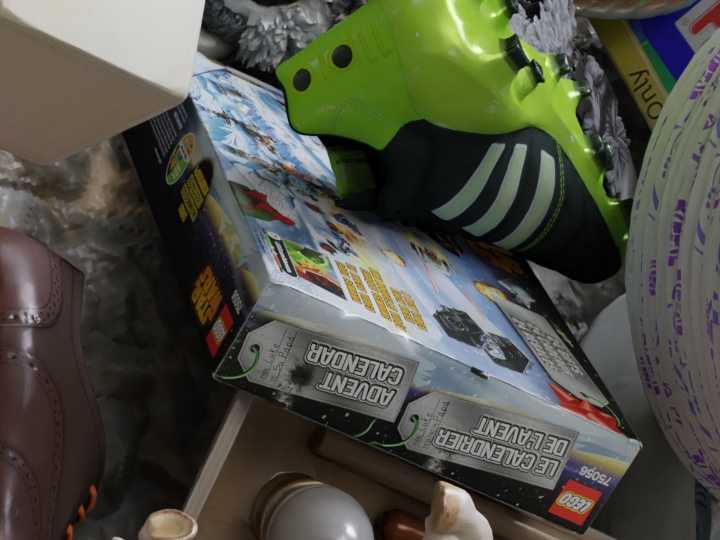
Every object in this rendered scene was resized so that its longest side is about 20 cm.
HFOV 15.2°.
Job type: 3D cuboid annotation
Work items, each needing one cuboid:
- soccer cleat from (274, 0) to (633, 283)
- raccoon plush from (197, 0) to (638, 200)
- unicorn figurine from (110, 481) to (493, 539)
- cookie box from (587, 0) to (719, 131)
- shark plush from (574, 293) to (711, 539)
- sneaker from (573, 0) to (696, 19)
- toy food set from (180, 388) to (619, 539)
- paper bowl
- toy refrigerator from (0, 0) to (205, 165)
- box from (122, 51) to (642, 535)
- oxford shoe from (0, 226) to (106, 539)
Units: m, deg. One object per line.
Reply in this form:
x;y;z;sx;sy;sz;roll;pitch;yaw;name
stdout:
0.035;-0.040;0.879;0.200;0.081;0.068;42;27;-61;soccer cleat
0.011;-0.069;0.997;0.097;0.133;0.200;-70;146;-45;raccoon plush
-0.001;0.131;0.775;0.199;0.138;0.074;6;37;2;unicorn figurine
0.210;-0.086;1.025;0.075;0.200;0.172;12;46;-61;cookie box
0.109;0.053;1.019;0.083;0.091;0.200;54;25;-26;shark plush
0.044;-0.161;1.026;0.199;0.072;0.080;19;45;-2;sneaker
0.017;0.135;0.839;0.199;0.060;0.144;25;90;-18;toy food set
0.174;-0.007;0.900;0.200;0.104;0.202;-6;102;-30;paper bowl
-0.082;-0.140;0.774;0.070;0.076;0.201;24;64;-33;toy refrigerator
0.000;0.000;0.887;0.137;0.040;0.200;24;18;-23;box
-0.108;0.075;0.829;0.072;0.071;0.201;16;60;-36;oxford shoe
